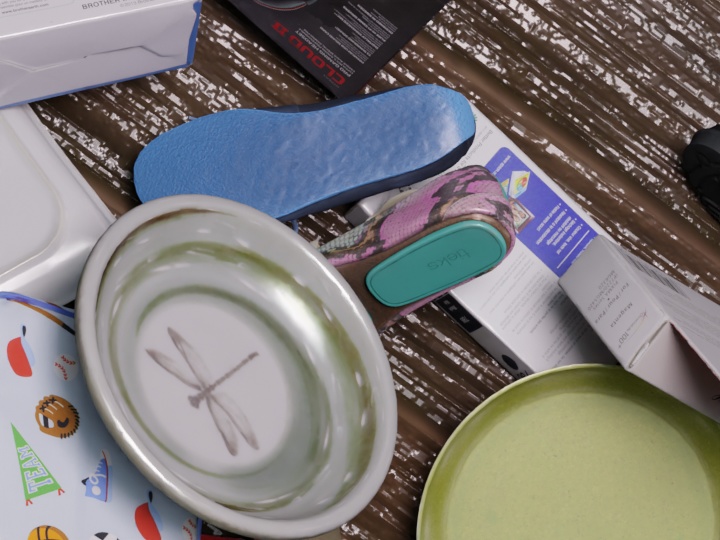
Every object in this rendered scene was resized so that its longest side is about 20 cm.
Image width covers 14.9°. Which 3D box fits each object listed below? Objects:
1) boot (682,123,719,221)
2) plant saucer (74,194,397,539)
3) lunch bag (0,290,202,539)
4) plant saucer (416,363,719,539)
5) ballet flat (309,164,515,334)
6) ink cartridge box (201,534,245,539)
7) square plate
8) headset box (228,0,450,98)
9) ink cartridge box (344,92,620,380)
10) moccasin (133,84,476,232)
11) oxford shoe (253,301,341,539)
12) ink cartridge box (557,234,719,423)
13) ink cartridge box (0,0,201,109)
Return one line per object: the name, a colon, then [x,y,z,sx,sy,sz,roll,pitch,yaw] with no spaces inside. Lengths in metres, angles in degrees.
boot: [0.311,-0.063,1.704,0.198,0.073,0.163,44,73,-12]
plant saucer: [-0.073,0.057,1.461,0.200,0.050,0.201,21,52,-29]
lunch bag: [-0.163,0.111,1.447,0.160,0.075,0.201,16,57,-31]
plant saucer: [0.130,0.151,1.600,0.199,0.031,0.201,-1,98,-6]
ballet flat: [0.000,0.000,1.582,0.199,0.071,0.069,-29,125,18]
ink cartridge box: [-0.115,0.238,1.516,0.116,0.067,0.201,8,76,-15]
square plate: [-0.255,-0.038,1.520,0.200,0.028,0.198,-30,70,-21]
headset box: [-0.014,-0.194,1.566,0.149,0.200,0.075,42,60,-6]
ink cartridge box: [0.095,-0.002,1.644,0.200,0.039,0.099,44,70,-3]
moccasin: [-0.029,-0.056,1.589,0.199,0.068,0.081,-6,81,10]
oxford shoe: [-0.029,0.112,1.545,0.074,0.070,0.201,-18,101,9]
ink cartridge box: [0.224,0.075,1.566,0.200,0.174,0.044,28,108,-37]
ink cartridge box: [-0.185,-0.202,1.562,0.136,0.076,0.201,-13,66,-19]
